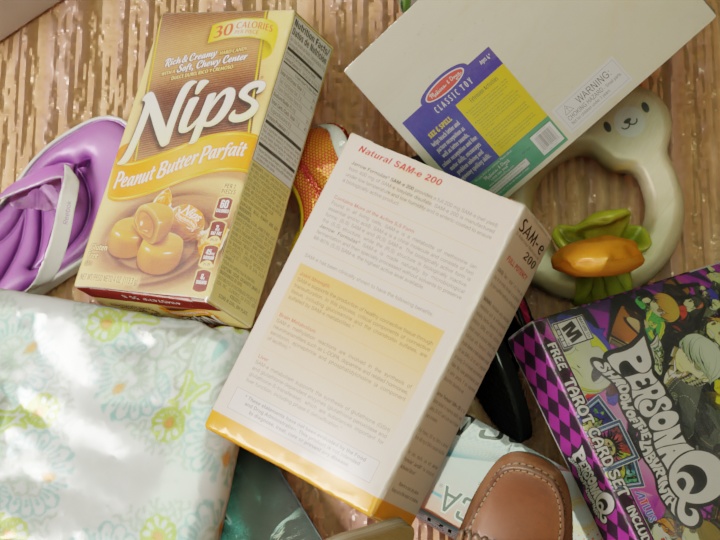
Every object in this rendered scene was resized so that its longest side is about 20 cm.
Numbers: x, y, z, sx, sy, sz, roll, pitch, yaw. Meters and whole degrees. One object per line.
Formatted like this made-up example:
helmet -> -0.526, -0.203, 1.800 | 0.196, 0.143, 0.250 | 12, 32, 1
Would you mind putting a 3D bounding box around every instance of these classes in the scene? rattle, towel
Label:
rattle -> 0.155, -0.085, 1.086 | 0.129, 0.143, 0.202 | 18, 81, 25
towel -> -0.175, 0.105, 1.055 | 0.198, 0.048, 0.173 | 10, 78, 6

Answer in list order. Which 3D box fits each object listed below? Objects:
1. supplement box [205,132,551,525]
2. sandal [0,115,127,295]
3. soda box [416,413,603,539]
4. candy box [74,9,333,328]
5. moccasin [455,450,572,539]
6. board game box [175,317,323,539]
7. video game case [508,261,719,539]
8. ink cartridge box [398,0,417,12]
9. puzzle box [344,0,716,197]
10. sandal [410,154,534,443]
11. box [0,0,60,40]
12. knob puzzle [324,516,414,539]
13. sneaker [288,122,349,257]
supplement box -> 0.012, 0.036, 1.012 | 0.125, 0.073, 0.201 | 25, 84, 25
sandal -> -0.220, -0.025, 1.120 | 0.082, 0.050, 0.203 | 42, 79, 11
soda box -> 0.081, 0.140, 1.062 | 0.199, 0.064, 0.069 | 28, 77, 8
candy box -> -0.101, -0.069, 1.101 | 0.115, 0.055, 0.202 | 5, 72, 33
moccasin -> 0.069, 0.200, 0.992 | 0.073, 0.078, 0.203 | 28, 111, 10
board game box -> -0.117, 0.147, 1.082 | 0.135, 0.028, 0.201 | -33, 76, -6
video game case -> 0.205, 0.104, 1.041 | 0.180, 0.036, 0.201 | -14, 72, -34
ink cartridge box -> 0.115, -0.248, 1.146 | 0.198, 0.059, 0.105 | -10, 75, -1
puzzle box -> 0.103, -0.143, 1.056 | 0.200, 0.025, 0.133 | -40, 97, 17
sandal -> 0.079, 0.012, 1.094 | 0.045, 0.075, 0.202 | -15, 72, -14
box -> -0.237, -0.257, 1.160 | 0.199, 0.098, 0.125 | -36, 77, -8
knob puzzle -> -0.038, 0.220, 0.971 | 0.030, 0.220, 0.220 | 35, 77, 34
sneaker -> 0.000, 0.000, 1.106 | 0.077, 0.073, 0.201 | -31, 67, 3
